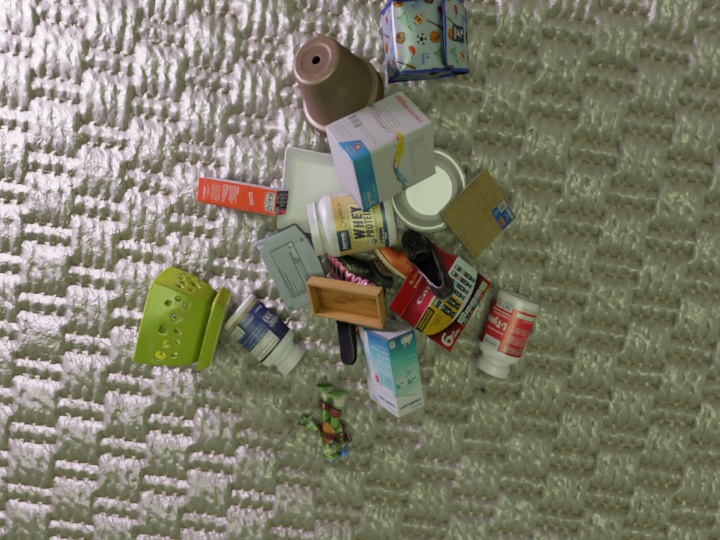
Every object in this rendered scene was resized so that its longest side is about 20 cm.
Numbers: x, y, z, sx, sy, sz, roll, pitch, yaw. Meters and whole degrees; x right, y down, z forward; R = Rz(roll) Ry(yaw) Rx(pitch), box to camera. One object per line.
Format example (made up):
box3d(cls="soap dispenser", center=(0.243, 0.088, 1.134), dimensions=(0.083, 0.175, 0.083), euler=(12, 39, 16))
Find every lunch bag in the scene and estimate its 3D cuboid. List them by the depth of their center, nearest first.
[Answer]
box3d(cls="lunch bag", center=(0.159, -0.538, 1.325), dimensions=(0.194, 0.124, 0.175), euler=(-8, 100, -13))

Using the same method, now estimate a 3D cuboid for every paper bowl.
box3d(cls="paper bowl", center=(0.162, -0.196, 1.385), dimensions=(0.194, 0.104, 0.207), euler=(0, 99, 1))

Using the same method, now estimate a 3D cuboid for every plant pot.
box3d(cls="plant pot", center=(-0.062, -0.423, 1.276), dimensions=(0.195, 0.174, 0.206), euler=(-5, 74, 19))
box3d(cls="plant pot", center=(-0.423, 0.122, 1.391), dimensions=(0.177, 0.200, 0.204), euler=(15, 99, -10))

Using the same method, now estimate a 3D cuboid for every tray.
box3d(cls="tray", center=(-0.033, 0.076, 1.380), dimensions=(0.195, 0.037, 0.101), euler=(10, 127, 27))

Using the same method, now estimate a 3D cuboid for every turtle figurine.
box3d(cls="turtle figurine", center=(-0.109, 0.402, 1.460), dimensions=(0.194, 0.144, 0.200), euler=(6, 95, -5))

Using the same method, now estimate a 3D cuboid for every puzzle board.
box3d(cls="puzzle board", center=(0.287, -0.135, 1.387), dimensions=(0.151, 0.017, 0.200), euler=(-45, 133, 4))

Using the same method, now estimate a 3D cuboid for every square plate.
box3d(cls="square plate", center=(-0.101, -0.191, 1.423), dimensions=(0.194, 0.028, 0.204), euler=(9, 99, -1))

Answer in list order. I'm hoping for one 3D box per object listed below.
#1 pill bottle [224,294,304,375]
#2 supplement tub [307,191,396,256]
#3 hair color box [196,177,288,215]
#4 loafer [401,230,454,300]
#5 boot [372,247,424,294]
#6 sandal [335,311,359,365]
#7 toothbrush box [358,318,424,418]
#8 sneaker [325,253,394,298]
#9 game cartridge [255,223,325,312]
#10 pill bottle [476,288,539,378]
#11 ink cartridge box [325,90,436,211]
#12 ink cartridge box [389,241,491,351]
box3d(cls="pill bottle", center=(-0.238, 0.166, 1.437), dimensions=(0.200, 0.111, 0.111), euler=(43, 97, -6))
box3d(cls="supplement tub", center=(-0.021, -0.114, 1.349), dimensions=(0.194, 0.145, 0.149), euler=(-11, 99, -1))
box3d(cls="hair color box", center=(-0.282, -0.179, 1.373), dimensions=(0.194, 0.101, 0.063), euler=(10, 99, 8))
box3d(cls="loafer", center=(0.154, -0.024, 1.338), dimensions=(0.071, 0.063, 0.202), euler=(-35, 61, 8))
box3d(cls="boot", center=(0.115, -0.029, 1.431), dimensions=(0.198, 0.075, 0.108), euler=(37, 94, -14))
box3d(cls="sandal", center=(-0.028, 0.137, 1.457), dimensions=(0.044, 0.074, 0.207), euler=(-2, 87, -40))
box3d(cls="toothbrush box", center=(0.076, 0.235, 1.413), dimensions=(0.084, 0.145, 0.206), euler=(-17, 108, -26))
box3d(cls="sneaker", center=(0.000, 0.000, 1.416), dimensions=(0.198, 0.080, 0.096), euler=(37, 64, 15))
box3d(cls="game cartridge", center=(-0.163, -0.009, 1.434), dimensions=(0.130, 0.041, 0.204), euler=(-22, 109, 7))
box3d(cls="pill bottle", center=(0.365, 0.160, 1.437), dimensions=(0.109, 0.112, 0.205), euler=(18, 98, -3))
box3d(cls="ink cartridge box", center=(0.048, -0.267, 1.267), dimensions=(0.196, 0.148, 0.148), euler=(-27, 141, -9))
box3d(cls="ink cartridge box", center=(0.193, 0.063, 1.392), dimensions=(0.174, 0.084, 0.203), euler=(33, 88, -28))
